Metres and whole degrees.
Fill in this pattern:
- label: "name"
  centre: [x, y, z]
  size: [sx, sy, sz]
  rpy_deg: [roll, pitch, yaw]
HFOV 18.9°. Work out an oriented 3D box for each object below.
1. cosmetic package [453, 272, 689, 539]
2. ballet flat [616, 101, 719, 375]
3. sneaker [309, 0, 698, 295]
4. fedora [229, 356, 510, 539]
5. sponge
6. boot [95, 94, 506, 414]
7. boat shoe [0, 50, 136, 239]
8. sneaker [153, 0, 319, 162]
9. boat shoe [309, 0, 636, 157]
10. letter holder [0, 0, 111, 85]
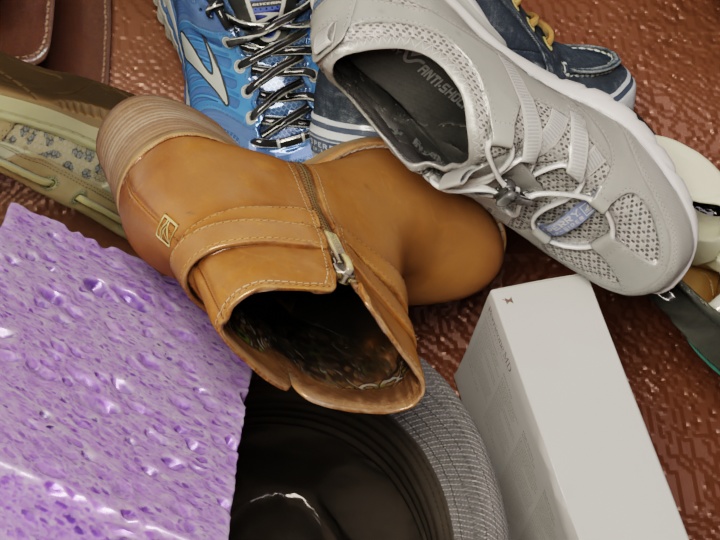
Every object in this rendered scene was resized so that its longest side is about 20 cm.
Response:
- label: "cosmetic package"
  centre: [0.098, 0.109, 0.907]
  size: [0.050, 0.083, 0.201]
  rpy_deg: [-11, 63, -14]
- label: "ballet flat"
  centre: [0.156, -0.004, 0.950]
  size: [0.200, 0.068, 0.068]
  rpy_deg: [37, 59, -13]
- label: "sneaker"
  centre: [0.051, -0.047, 0.876]
  size: [0.200, 0.075, 0.082]
  rpy_deg: [37, 39, -14]
- label: "fedora"
  centre: [-0.032, 0.125, 0.871]
  size: [0.176, 0.090, 0.201]
  rpy_deg: [0, 54, -11]
- label: "sponge"
  centre: [-0.095, 0.043, 0.774]
  size: [0.111, 0.030, 0.200]
  rpy_deg: [24, 20, -9]
- label: "boot"
  centre: [0.000, 0.000, 0.844]
  size: [0.199, 0.077, 0.155]
  rpy_deg: [23, 17, -34]
- label: "boat shoe"
  centre: [-0.150, -0.055, 0.916]
  size: [0.199, 0.063, 0.073]
  rpy_deg: [16, 17, -40]
- label: "sneaker"
  centre: [-0.050, -0.095, 0.995]
  size: [0.078, 0.089, 0.201]
  rpy_deg: [-14, 66, -16]
- label: "boat shoe"
  centre: [0.060, -0.103, 0.978]
  size: [0.071, 0.091, 0.200]
  rpy_deg: [20, 23, 40]
- label: "letter holder"
  centre: [-0.187, -0.177, 1.016]
  size: [0.141, 0.101, 0.201]
  rpy_deg: [-3, 61, -13]
